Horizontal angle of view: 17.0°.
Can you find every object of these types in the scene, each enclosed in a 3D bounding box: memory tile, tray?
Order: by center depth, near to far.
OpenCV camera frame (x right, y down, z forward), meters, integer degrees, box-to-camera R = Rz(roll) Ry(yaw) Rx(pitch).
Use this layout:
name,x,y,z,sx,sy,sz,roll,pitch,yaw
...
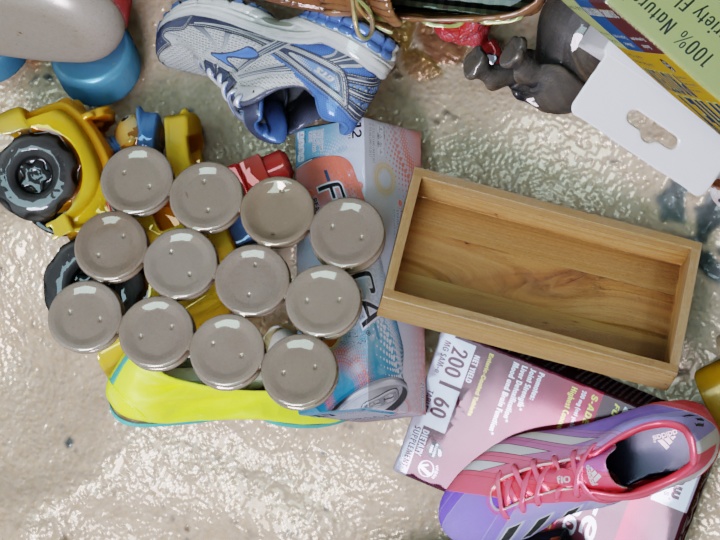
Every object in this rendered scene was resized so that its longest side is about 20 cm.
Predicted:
name,x,y,z,sx,sy,sz,roll,pitch,yaw
memory tile,-0.094,0.003,1.584,0.199,0.017,0.154,14,72,11
tray,0.119,0.006,1.602,0.199,0.037,0.099,15,65,-2

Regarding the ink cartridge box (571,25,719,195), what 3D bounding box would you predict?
name,x,y,z,sx,sy,sz,roll,pitch,yaw
ink cartridge box,0.223,-0.162,1.558,0.117,0.067,0.200,33,93,-14

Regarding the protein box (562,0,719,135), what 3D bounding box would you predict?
name,x,y,z,sx,sy,sz,roll,pitch,yaw
protein box,0.267,-0.178,1.454,0.198,0.135,0.200,39,91,-10

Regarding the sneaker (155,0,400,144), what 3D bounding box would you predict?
name,x,y,z,sx,sy,sz,roll,pitch,yaw
sneaker,-0.071,-0.134,1.639,0.200,0.077,0.085,9,75,40

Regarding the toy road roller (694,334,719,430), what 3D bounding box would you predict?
name,x,y,z,sx,sy,sz,roll,pitch,yaw
toy road roller,0.302,0.120,1.548,0.123,0.146,0.200,-27,87,15

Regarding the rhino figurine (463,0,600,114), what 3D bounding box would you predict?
name,x,y,z,sx,sy,sz,roll,pitch,yaw
rhino figurine,0.159,-0.190,1.604,0.200,0.087,0.060,-56,36,11

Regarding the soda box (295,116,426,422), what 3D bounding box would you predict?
name,x,y,z,sx,sy,sz,roll,pitch,yaw
soda box,0.000,0.000,1.636,0.063,0.068,0.201,-9,78,38

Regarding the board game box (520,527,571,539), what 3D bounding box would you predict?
name,x,y,z,sx,sy,sz,roll,pitch,yaw
board game box,0.085,0.286,1.640,0.165,0.057,0.201,-10,104,24

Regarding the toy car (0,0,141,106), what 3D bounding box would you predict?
name,x,y,z,sx,sy,sz,roll,pitch,yaw
toy car,-0.222,-0.251,1.684,0.176,0.184,0.201,11,66,19

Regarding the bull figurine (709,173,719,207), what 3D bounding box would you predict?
name,x,y,z,sx,sy,sz,roll,pitch,yaw
bull figurine,0.313,-0.100,1.572,0.121,0.065,0.200,30,102,8

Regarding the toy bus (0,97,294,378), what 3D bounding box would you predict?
name,x,y,z,sx,sy,sz,roll,pitch,yaw
toy bus,-0.141,-0.048,1.678,0.192,0.136,0.200,-27,84,3

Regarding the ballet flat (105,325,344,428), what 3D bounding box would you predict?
name,x,y,z,sx,sy,sz,roll,pitch,yaw
ballet flat,-0.076,0.070,1.637,0.067,0.199,0.067,54,135,47

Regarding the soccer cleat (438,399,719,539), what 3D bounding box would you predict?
name,x,y,z,sx,sy,sz,roll,pitch,yaw
soccer cleat,0.138,0.133,1.568,0.199,0.076,0.067,-19,89,16

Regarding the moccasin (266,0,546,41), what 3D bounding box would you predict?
name,x,y,z,sx,sy,sz,roll,pitch,yaw
moccasin,0.020,-0.187,1.546,0.201,0.078,0.074,11,107,4

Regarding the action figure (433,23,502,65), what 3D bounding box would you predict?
name,x,y,z,sx,sy,sz,roll,pitch,yaw
action figure,0.063,-0.222,1.616,0.052,0.065,0.201,10,124,49

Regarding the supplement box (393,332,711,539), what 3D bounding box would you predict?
name,x,y,z,sx,sy,sz,roll,pitch,yaw
supplement box,0.135,0.121,1.640,0.199,0.061,0.109,21,100,13
